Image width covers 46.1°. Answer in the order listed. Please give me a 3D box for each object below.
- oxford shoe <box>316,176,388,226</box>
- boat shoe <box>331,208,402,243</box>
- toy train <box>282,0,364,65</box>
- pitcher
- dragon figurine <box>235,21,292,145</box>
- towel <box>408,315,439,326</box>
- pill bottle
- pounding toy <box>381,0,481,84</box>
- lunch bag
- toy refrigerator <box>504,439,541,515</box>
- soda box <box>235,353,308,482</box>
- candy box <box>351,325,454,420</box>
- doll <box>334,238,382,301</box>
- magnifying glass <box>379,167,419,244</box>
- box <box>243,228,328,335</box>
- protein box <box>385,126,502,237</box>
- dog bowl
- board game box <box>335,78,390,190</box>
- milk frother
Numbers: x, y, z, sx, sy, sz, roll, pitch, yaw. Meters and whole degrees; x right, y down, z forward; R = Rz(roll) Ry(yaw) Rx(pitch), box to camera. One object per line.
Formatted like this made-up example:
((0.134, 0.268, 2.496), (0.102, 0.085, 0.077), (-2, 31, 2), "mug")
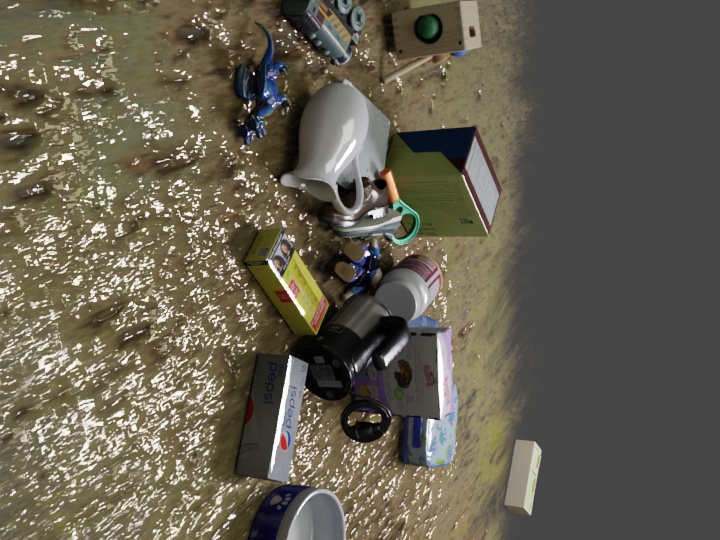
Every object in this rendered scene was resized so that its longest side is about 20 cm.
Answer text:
((-0.015, -0.136, 1.600), (0.199, 0.072, 0.086), (-28, 132, -52), "oxford shoe")
((0.012, -0.080, 1.673), (0.199, 0.072, 0.063), (-17, 128, -52), "boat shoe")
((-0.064, -0.461, 1.532), (0.200, 0.084, 0.115), (40, 68, -56), "toy train")
((-0.041, -0.215, 1.517), (0.171, 0.120, 0.202), (32, 67, -37), "pitcher")
((-0.163, -0.306, 1.371), (0.099, 0.058, 0.203), (-15, 104, -60), "dragon figurine")
((0.115, 0.150, 1.880), (0.199, 0.048, 0.113), (22, 71, -59), "towel")
((0.098, 0.041, 1.757), (0.200, 0.108, 0.111), (-38, 123, -66), "pill bottle")
((0.150, -0.496, 1.828), (0.200, 0.182, 0.144), (-40, 124, -63), "pounding toy")
((0.157, 0.342, 1.922), (0.160, 0.081, 0.203), (14, 78, -61), "lunch bag")
((0.488, 0.617, 2.523), (0.076, 0.069, 0.202), (50, 48, -48), "toy refrigerator")
((-0.145, 0.243, 1.399), (0.063, 0.067, 0.203), (34, 62, -57), "soda box")
((0.081, 0.197, 1.667), (0.071, 0.198, 0.171), (-12, 101, -59), "candy box")
((0.000, 0.000, 1.650), (0.138, 0.048, 0.200), (-65, 164, 1), "doll")
((0.077, -0.134, 1.783), (0.079, 0.022, 0.201), (-35, 134, -13), "magnifying glass")
((-0.124, 0.023, 1.453), (0.201, 0.049, 0.076), (62, 39, -41), "box")
((0.177, -0.187, 1.834), (0.201, 0.196, 0.136), (57, 44, -44), "protein box")
((-0.107, 0.475, 1.459), (0.199, 0.078, 0.203), (0, 90, -61), "dog bowl")
((-0.007, -0.245, 1.682), (0.199, 0.026, 0.203), (29, 66, -57), "board game box")
((0.001, 0.182, 1.566), (0.188, 0.178, 0.203), (-44, 141, -50), "milk frother")
